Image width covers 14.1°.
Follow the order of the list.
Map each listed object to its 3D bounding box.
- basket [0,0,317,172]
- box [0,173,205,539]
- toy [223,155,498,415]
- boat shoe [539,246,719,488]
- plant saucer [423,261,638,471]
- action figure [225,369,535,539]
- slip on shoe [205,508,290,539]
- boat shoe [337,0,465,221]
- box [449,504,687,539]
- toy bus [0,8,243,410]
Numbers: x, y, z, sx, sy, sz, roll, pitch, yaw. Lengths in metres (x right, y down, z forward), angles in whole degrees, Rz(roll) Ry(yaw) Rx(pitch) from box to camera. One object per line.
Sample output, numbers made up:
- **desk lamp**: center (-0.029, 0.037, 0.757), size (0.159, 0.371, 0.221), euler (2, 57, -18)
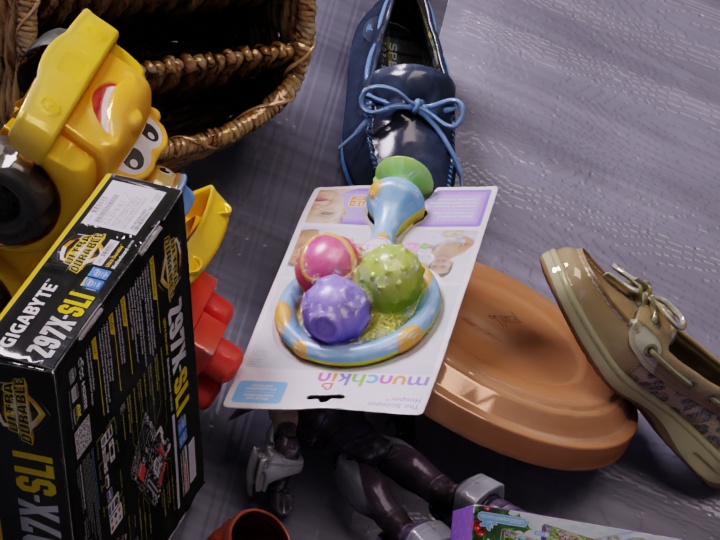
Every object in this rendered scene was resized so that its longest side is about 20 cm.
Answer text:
- **basket**: center (-0.124, -0.138, 1.722), size (0.199, 0.149, 0.143), euler (-8, 78, -31)
- **box**: center (-0.135, 0.078, 1.484), size (0.049, 0.201, 0.160), euler (10, 39, 16)
- **toy**: center (0.000, 0.000, 1.633), size (0.115, 0.047, 0.200), euler (1, 36, 18)
- **boat shoe**: center (0.176, 0.046, 1.694), size (0.200, 0.063, 0.073), euler (45, 18, -34)
- **plant saucer**: center (0.075, 0.044, 1.698), size (0.200, 0.032, 0.200), euler (25, 23, -11)
- **action figure**: center (0.003, 0.109, 1.622), size (0.130, 0.070, 0.200), euler (-26, 57, -33)
- **slip on shoe**: center (-0.043, 0.187, 1.472), size (0.074, 0.061, 0.200), euler (28, 16, -27)
- **boat shoe**: center (0.022, -0.108, 1.847), size (0.084, 0.069, 0.200), euler (5, 45, -20)
- **box**: center (0.139, 0.209, 1.549), size (0.199, 0.039, 0.137), euler (11, 76, -15)
- **toy bus**: center (-0.138, -0.012, 1.587), size (0.192, 0.200, 0.136), euler (31, 42, -4)
